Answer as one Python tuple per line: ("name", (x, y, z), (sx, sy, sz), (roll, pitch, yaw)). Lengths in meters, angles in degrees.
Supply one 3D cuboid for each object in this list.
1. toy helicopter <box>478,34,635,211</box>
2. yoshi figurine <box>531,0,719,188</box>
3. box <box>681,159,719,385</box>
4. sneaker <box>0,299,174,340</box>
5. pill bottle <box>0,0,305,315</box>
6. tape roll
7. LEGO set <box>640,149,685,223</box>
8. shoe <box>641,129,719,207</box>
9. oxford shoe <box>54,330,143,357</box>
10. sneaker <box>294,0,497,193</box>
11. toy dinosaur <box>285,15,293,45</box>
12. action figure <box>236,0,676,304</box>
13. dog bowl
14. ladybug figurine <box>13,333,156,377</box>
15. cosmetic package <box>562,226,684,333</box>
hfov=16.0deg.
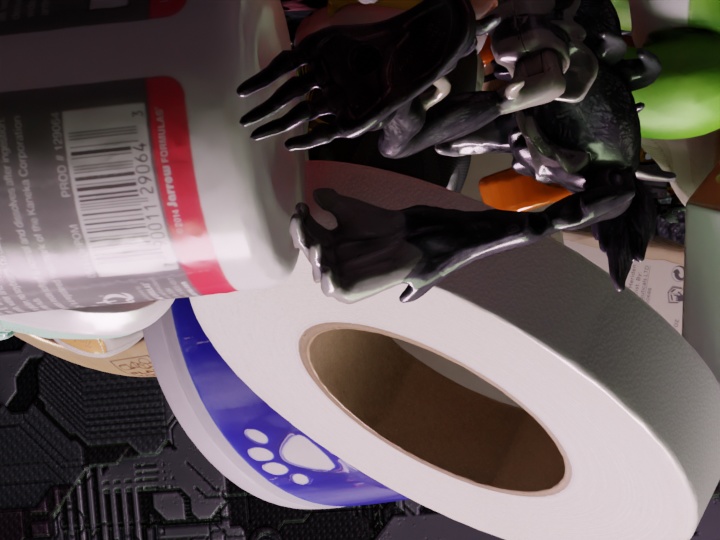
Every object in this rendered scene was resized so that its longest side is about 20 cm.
("toy helicopter", (0.131, -0.089, 1.061), (0.132, 0.079, 0.200), (-18, -178, 36))
("yoshi figurine", (0.153, -0.072, 0.845), (0.199, 0.113, 0.112), (-7, -174, 6))
("box", (0.209, -0.020, 0.917), (0.124, 0.098, 0.200), (14, -142, 25))
("sneaker", (-0.137, 0.008, 0.925), (0.200, 0.074, 0.118), (13, 143, 28))
("pill bottle", (-0.123, -0.040, 0.809), (0.199, 0.111, 0.111), (-5, 179, 9))
("tape roll", (0.033, 0.035, 0.903), (0.202, 0.037, 0.203), (24, 157, 11))
("LEGO set", (0.224, -0.057, 1.280), (0.199, 0.116, 0.154), (-5, 178, 24))
("shoe", (0.153, -0.050, 0.999), (0.053, 0.070, 0.200), (8, 176, 24))
("oxford shoe", (-0.090, -0.015, 1.146), (0.075, 0.058, 0.200), (32, -153, 8))
("sneaker", (0.005, -0.053, 0.938), (0.074, 0.085, 0.200), (10, 172, 2))
("toy dinosaur", (-0.100, -0.053, 0.965), (0.135, 0.102, 0.200), (11, -162, -8))
("action figure", (0.024, -0.056, 0.712), (0.102, 0.119, 0.200), (-9, 166, 20))
("dog bowl", (0.000, 0.000, 1.098), (0.079, 0.201, 0.200), (-10, 176, 42))
("ladybug figurine", (-0.139, -0.018, 1.241), (0.135, 0.072, 0.200), (-10, 142, 31))
("cosmetic package", (0.055, 0.004, 1.257), (0.199, 0.073, 0.104), (10, -175, -14))
